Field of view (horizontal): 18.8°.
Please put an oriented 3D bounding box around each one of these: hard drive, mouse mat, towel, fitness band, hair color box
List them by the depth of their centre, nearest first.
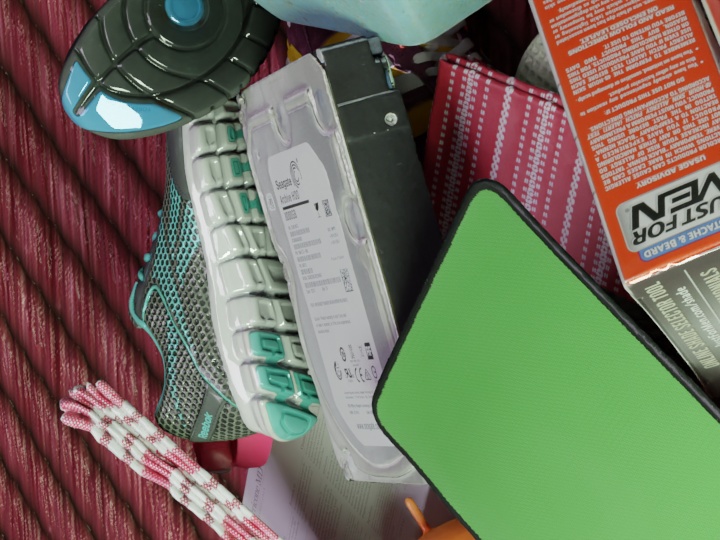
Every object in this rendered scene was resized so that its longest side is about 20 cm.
[{"bbox_3d":[0.118,-0.065,0.838,0.064,0.111,0.200,-23,57,15],"label":"hair color box"},{"bbox_3d":[0.087,0.078,0.865,0.200,0.008,0.161,47,140,21],"label":"mouse mat"},{"bbox_3d":[0.104,0.000,0.948,0.200,0.022,0.145,27,121,35],"label":"towel"},{"bbox_3d":[0.000,0.000,1.006,0.140,0.038,0.200,170,85,-70],"label":"hard drive"},{"bbox_3d":[-0.069,0.138,1.149,0.200,0.030,0.146,40,172,12],"label":"towel"},{"bbox_3d":[-0.073,0.035,1.236,0.200,0.037,0.144,-131,45,-75],"label":"fitness band"}]

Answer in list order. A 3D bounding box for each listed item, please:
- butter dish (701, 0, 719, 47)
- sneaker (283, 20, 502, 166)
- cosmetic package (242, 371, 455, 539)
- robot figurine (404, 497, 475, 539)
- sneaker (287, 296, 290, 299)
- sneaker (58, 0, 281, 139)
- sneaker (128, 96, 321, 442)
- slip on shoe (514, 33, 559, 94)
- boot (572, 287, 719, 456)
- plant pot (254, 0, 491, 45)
[{"bbox_3d":[0.214,-0.069,0.765,0.148,0.199,0.200,-23,81,14],"label":"butter dish"},{"bbox_3d":[0.027,-0.105,1.074,0.200,0.075,0.090,32,129,43],"label":"sneaker"},{"bbox_3d":[0.002,0.113,1.217,0.151,0.052,0.200,43,135,36],"label":"cosmetic package"},{"bbox_3d":[0.079,0.202,1.057,0.200,0.144,0.117,63,148,34],"label":"robot figurine"},{"bbox_3d":[0.030,0.016,1.097,0.200,0.075,0.081,26,83,54],"label":"sneaker"},{"bbox_3d":[-0.075,-0.131,1.067,0.073,0.200,0.082,54,153,-16],"label":"sneaker"},{"bbox_3d":[-0.085,-0.004,1.111,0.091,0.078,0.200,-18,74,29],"label":"sneaker"},{"bbox_3d":[0.117,-0.016,0.987,0.074,0.061,0.200,-11,96,44],"label":"slip on shoe"},{"bbox_3d":[0.119,0.112,0.891,0.200,0.077,0.138,45,122,20],"label":"boot"},{"bbox_3d":[0.004,-0.216,0.969,0.196,0.196,0.200,19,138,51],"label":"plant pot"}]
